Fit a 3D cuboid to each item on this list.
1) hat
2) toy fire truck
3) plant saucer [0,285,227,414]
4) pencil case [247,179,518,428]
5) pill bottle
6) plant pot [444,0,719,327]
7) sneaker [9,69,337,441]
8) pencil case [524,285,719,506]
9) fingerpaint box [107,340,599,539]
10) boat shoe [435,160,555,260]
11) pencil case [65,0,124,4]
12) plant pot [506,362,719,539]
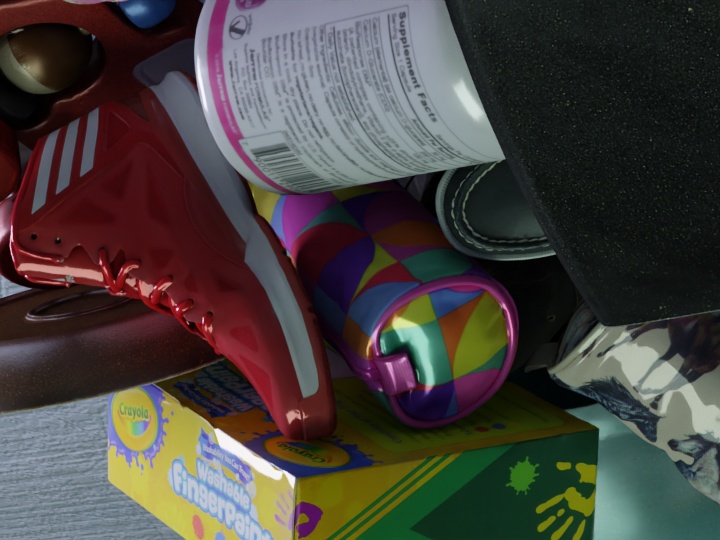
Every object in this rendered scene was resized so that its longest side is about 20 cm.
[{"bbox_3d":[0.060,-0.001,1.444,0.200,0.081,0.201,35,155,19],"label":"hat"},{"bbox_3d":[-0.141,-0.092,1.400,0.168,0.112,0.200,-27,143,19],"label":"toy fire truck"},{"bbox_3d":[-0.136,0.030,1.408,0.200,0.032,0.200,-11,-170,2],"label":"plant saucer"},{"bbox_3d":[0.000,0.000,1.371,0.088,0.088,0.200,28,-172,-34],"label":"pencil case"},{"bbox_3d":[0.034,-0.101,1.260,0.200,0.114,0.113,-9,150,39],"label":"pill bottle"},{"bbox_3d":[0.145,-0.119,1.091,0.200,0.200,0.177,-11,136,42],"label":"plant pot"},{"bbox_3d":[-0.093,0.010,1.316,0.115,0.200,0.078,-22,151,-9],"label":"sneaker"},{"bbox_3d":[0.178,0.077,1.343,0.200,0.078,0.089,41,140,-12],"label":"pencil case"},{"bbox_3d":[-0.008,0.092,1.379,0.167,0.073,0.200,-7,-162,-30],"label":"fingerpaint box"},{"bbox_3d":[0.129,-0.058,1.279,0.200,0.076,0.060,-26,-173,0],"label":"boat shoe"},{"bbox_3d":[-0.049,-0.160,1.192,0.200,0.083,0.086,-3,-169,33],"label":"pencil case"},{"bbox_3d":[0.142,0.110,1.540,0.200,0.134,0.200,-14,-170,2],"label":"plant pot"}]
